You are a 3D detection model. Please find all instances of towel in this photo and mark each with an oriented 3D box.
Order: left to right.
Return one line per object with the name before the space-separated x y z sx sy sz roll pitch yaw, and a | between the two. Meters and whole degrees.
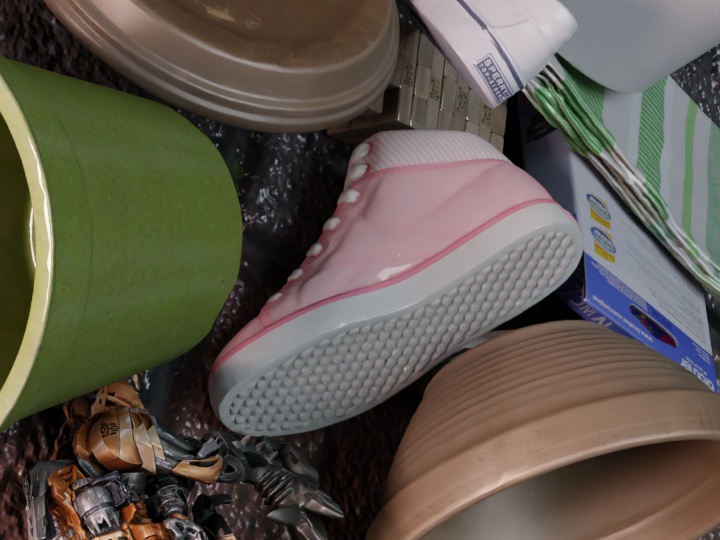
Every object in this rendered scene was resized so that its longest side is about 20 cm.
towel | 0.151 -0.087 1.511 0.200 0.023 0.153 45 30 -25

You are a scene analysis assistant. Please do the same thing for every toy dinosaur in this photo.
toy dinosaur | -0.091 0.098 1.235 0.136 0.102 0.200 24 60 -32

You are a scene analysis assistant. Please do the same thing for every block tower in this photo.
block tower | -0.004 -0.100 1.400 0.200 0.054 0.058 20 70 -43

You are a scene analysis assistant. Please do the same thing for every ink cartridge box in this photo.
ink cartridge box | 0.137 -0.025 1.492 0.119 0.042 0.200 37 34 -35

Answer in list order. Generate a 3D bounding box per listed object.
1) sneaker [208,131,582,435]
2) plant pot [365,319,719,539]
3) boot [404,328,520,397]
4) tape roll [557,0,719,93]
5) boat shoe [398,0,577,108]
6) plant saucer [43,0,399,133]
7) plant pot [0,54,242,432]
sneaker | 0.000 0.000 1.366 0.200 0.105 0.075 -29 144 -11
plant pot | 0.090 0.088 1.351 0.201 0.201 0.093 7 54 -45
boot | 0.092 0.082 1.458 0.200 0.075 0.097 3 80 -47
tape roll | 0.152 -0.213 1.463 0.203 0.139 0.203 39 33 -32
boat shoe | 0.047 -0.154 1.373 0.065 0.200 0.074 -35 137 1
plant saucer | -0.066 -0.147 1.287 0.200 0.029 0.200 19 42 -18
plant pot | -0.152 -0.014 1.167 0.190 0.200 0.200 -5 88 -59
